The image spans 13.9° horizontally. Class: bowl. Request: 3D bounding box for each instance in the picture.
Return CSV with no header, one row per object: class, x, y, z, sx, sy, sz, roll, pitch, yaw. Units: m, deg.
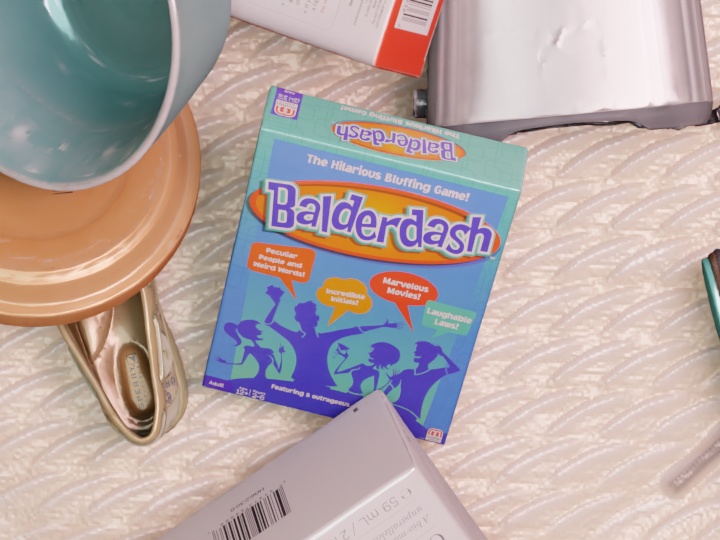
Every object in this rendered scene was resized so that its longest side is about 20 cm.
bowl,-0.150,-0.155,1.642,0.200,0.105,0.201,14,115,32

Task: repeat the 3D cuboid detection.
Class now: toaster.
toaster,0.125,-0.140,1.704,0.199,0.114,0.130,-5,94,3

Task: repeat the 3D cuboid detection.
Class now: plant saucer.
plant saucer,-0.191,-0.066,1.706,0.200,0.032,0.201,3,70,-8

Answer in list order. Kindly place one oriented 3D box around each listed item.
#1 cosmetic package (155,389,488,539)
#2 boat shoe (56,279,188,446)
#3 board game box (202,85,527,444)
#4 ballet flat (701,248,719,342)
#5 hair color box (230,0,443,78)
cosmetic package,-0.007,0.218,1.714,0.199,0.123,0.200,-35,113,3
boat shoe,-0.153,0.007,1.742,0.073,0.063,0.201,-23,95,3
board game box,0.000,0.000,1.702,0.152,0.045,0.200,13,129,-1
ballet flat,0.251,0.078,1.750,0.073,0.073,0.201,-12,102,1
hair color box,-0.046,-0.188,1.680,0.200,0.061,0.102,22,97,27
